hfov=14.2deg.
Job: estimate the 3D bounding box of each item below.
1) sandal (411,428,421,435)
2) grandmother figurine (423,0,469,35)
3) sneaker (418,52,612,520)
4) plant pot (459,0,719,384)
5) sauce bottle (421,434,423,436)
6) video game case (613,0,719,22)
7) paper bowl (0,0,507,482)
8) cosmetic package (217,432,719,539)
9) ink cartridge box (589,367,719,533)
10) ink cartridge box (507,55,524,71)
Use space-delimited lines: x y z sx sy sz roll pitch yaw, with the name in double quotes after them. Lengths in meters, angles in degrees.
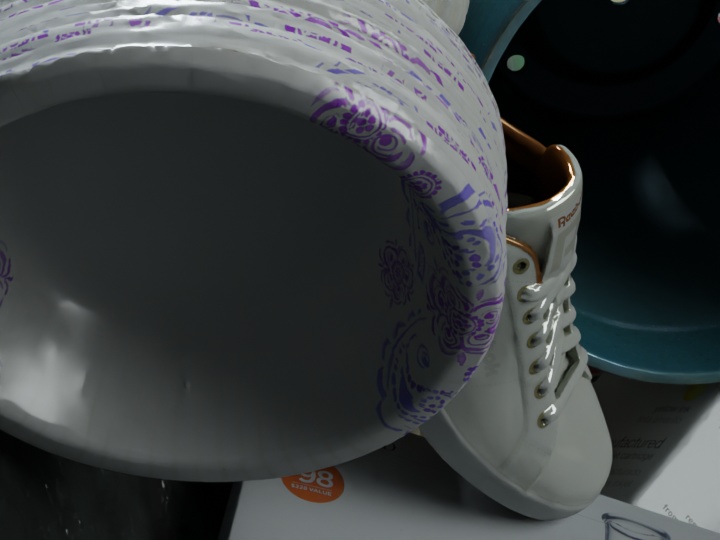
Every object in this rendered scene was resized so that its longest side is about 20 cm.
0.008 -0.011 1.087 0.080 0.054 0.201 -6 111 -34 "sandal"
-0.058 -0.115 1.006 0.061 0.199 0.122 117 -20 -57 "grandmother figurine"
0.052 0.009 1.020 0.200 0.084 0.073 57 41 -26 "sneaker"
0.121 -0.085 1.178 0.200 0.199 0.188 60 5 -27 "plant pot"
0.000 0.000 1.162 0.065 0.064 0.201 -71 148 -56 "sauce bottle"
0.147 -0.046 1.415 0.023 0.181 0.201 -10 83 -67 "video game case"
-0.053 -0.031 0.921 0.201 0.200 0.105 51 30 -41 "paper bowl"
0.041 0.135 1.048 0.151 0.199 0.052 -78 -172 -53 "cosmetic package"
0.154 0.058 1.238 0.083 0.145 0.200 49 65 -17 "ink cartridge box"
0.046 -0.147 1.329 0.161 0.050 0.201 -33 109 -64 "ink cartridge box"
